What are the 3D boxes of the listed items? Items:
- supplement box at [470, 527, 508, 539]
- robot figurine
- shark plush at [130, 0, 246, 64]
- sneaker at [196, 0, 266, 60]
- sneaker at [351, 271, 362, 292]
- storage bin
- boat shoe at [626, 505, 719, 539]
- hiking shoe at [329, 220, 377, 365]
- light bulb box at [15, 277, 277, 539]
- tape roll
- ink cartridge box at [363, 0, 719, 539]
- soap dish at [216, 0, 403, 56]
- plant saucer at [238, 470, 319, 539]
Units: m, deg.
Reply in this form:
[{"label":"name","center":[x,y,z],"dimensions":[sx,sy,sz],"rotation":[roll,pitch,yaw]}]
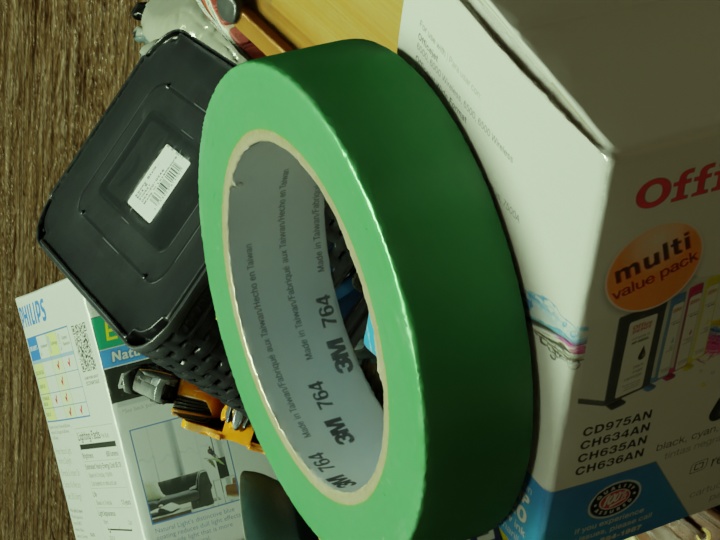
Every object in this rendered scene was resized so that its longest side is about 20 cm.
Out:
[{"label":"supplement box","center":[0.086,0.198,0.997],"dimensions":[0.109,0.108,0.201],"rotation":[-36,71,65]},{"label":"robot figurine","center":[-0.056,0.068,1.157],"dimensions":[0.200,0.144,0.059],"rotation":[31,-104,-87]},{"label":"shark plush","center":[-0.108,-0.135,1.299],"dimensions":[0.083,0.091,0.200],"rotation":[50,161,-27]},{"label":"sneaker","center":[-0.049,-0.154,1.105],"dimensions":[0.200,0.077,0.082],"rotation":[59,174,40]},{"label":"sneaker","center":[0.030,-0.023,1.016],"dimensions":[0.200,0.088,0.077],"rotation":[54,149,41]},{"label":"storage bin","center":[-0.069,-0.024,1.019],"dimensions":[0.136,0.094,0.200],"rotation":[-55,30,2]},{"label":"boat shoe","center":[0.119,0.057,0.894],"dimensions":[0.201,0.072,0.068],"rotation":[57,146,24]},{"label":"hiking shoe","center":[0.000,0.000,1.118],"dimensions":[0.200,0.074,0.087],"rotation":[12,109,61]},{"label":"light bulb box","center":[-0.142,0.094,1.431],"dimensions":[0.198,0.124,0.202],"rotation":[-15,89,67]},{"label":"tape roll","center":[-0.003,0.013,0.794],"dimensions":[0.200,0.048,0.202],"rotation":[47,145,49]},{"label":"ink cartridge box","center":[0.103,-0.021,0.777],"dimensions":[0.145,0.146,0.201],"rotation":[53,149,41]},{"label":"soap dish","center":[0.018,-0.136,0.935],"dimensions":[0.200,0.081,0.158],"rotation":[44,139,30]},{"label":"plant saucer","center":[-0.025,0.202,1.109],"dimensions":[0.200,0.027,0.202],"rotation":[-17,-90,-89]}]
